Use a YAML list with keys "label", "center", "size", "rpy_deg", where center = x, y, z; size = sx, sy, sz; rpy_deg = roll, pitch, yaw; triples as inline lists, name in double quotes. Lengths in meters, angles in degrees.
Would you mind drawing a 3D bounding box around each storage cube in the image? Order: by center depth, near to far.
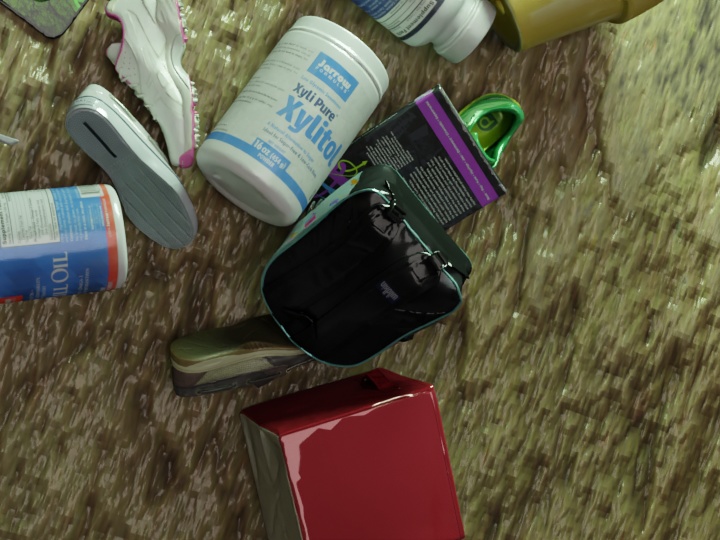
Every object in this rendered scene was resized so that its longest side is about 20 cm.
- label: "storage cube"
  center: [-0.014, 0.221, 1.262]
  size: [0.179, 0.171, 0.201]
  rpy_deg: [-15, 98, -19]

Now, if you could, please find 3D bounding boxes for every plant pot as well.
- label: "plant pot"
  center: [0.234, -0.360, 1.344]
  size: [0.189, 0.201, 0.201]
  rpy_deg: [-32, 103, -1]

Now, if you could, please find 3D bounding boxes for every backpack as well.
- label: "backpack"
  center: [0.000, 0.000, 1.237]
  size: [0.200, 0.153, 0.176]
  rpy_deg: [-38, 103, 19]

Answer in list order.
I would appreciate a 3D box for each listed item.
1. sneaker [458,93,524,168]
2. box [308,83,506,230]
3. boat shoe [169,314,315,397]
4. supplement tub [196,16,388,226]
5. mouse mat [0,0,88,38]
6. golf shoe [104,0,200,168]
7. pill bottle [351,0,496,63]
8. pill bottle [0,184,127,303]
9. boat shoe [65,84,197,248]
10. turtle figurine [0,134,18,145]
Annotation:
- label: "sneaker"
  center: [0.111, -0.136, 1.343]
  size: [0.200, 0.084, 0.074]
  rpy_deg: [-46, 108, -5]
- label: "box"
  center: [0.045, -0.098, 1.303]
  size: [0.200, 0.036, 0.143]
  rpy_deg: [-32, 104, 10]
- label: "boat shoe"
  center: [-0.121, 0.098, 1.275]
  size: [0.200, 0.072, 0.066]
  rpy_deg: [-8, 124, -34]
- label: "supplement tub"
  center: [-0.074, -0.161, 1.244]
  size: [0.132, 0.132, 0.200]
  rpy_deg: [38, 75, -18]
- label: "mouse mat"
  center: [-0.357, -0.363, 1.197]
  size: [0.200, 0.008, 0.161]
  rpy_deg: [36, 79, -20]
- label: "golf shoe"
  center: [-0.223, -0.206, 1.228]
  size: [0.091, 0.075, 0.201]
  rpy_deg: [-9, 89, -10]
- label: "pill bottle"
  center: [0.055, -0.329, 1.305]
  size: [0.200, 0.111, 0.111]
  rpy_deg: [34, 79, -19]
- label: "pill bottle"
  center: [-0.345, -0.024, 1.155]
  size: [0.199, 0.112, 0.113]
  rpy_deg: [-8, 94, -20]
- label: "boat shoe"
  center: [-0.233, -0.115, 1.218]
  size: [0.073, 0.067, 0.200]
  rpy_deg: [-17, 126, 20]
- label: "turtle figurine"
  center: [-0.448, -0.202, 1.093]
  size: [0.193, 0.144, 0.201]
  rpy_deg: [-18, 94, -16]
